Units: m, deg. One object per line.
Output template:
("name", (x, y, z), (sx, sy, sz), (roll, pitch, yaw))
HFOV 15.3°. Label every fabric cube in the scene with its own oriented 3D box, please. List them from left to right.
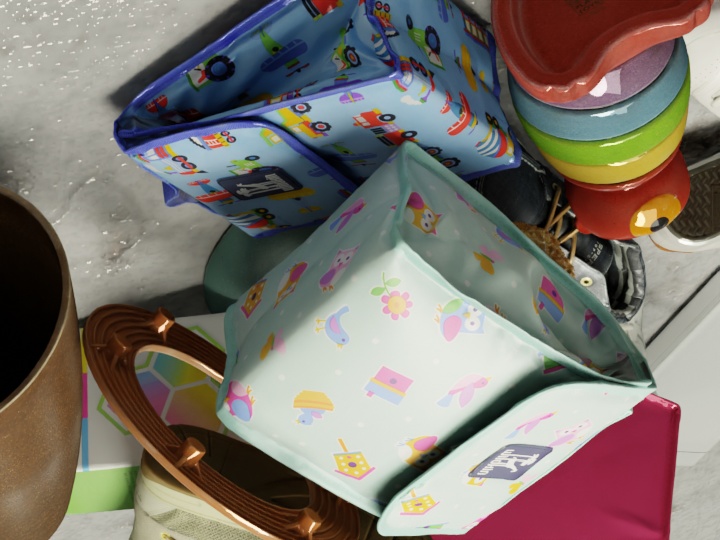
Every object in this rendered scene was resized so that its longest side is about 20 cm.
("fabric cube", (0.073, 0.178, 1.769), (0.196, 0.201, 0.199), (23, 146, -20))

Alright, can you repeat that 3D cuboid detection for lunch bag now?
("lunch bag", (-0.034, -0.087, 1.531), (0.199, 0.094, 0.150), (-23, 152, 23))
("lunch bag", (0.044, 0.057, 1.509), (0.200, 0.122, 0.170), (37, 120, -21))

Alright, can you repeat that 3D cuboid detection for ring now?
("ring", (-0.074, 0.086, 1.517), (0.019, 0.201, 0.200), (-48, 140, 16))

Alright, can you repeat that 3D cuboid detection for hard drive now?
("hard drive", (0.256, 0.075, 1.972), (0.131, 0.027, 0.200), (6, 137, -37))

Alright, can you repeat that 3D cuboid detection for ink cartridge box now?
("ink cartridge box", (-0.098, 0.086, 1.665), (0.199, 0.104, 0.059), (-5, 147, 2))

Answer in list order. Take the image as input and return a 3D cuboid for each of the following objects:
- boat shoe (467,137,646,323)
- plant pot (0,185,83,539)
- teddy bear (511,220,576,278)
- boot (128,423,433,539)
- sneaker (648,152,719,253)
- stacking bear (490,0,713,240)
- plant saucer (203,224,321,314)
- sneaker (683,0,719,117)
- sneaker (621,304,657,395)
("boat shoe", (0.117, -0.029, 1.665), (0.071, 0.091, 0.200), (-62, 151, -8))
("plant pot", (-0.232, 0.080, 1.527), (0.186, 0.187, 0.200), (-20, 142, -4))
("teddy bear", (0.029, 0.022, 1.605), (0.200, 0.067, 0.145), (-39, 124, 19))
("boot", (-0.054, 0.189, 1.620), (0.199, 0.072, 0.155), (24, 132, 2))
("sneaker", (0.276, -0.066, 1.761), (0.199, 0.073, 0.085), (-19, 173, -9))
("stacking bear", (0.146, -0.094, 1.563), (0.121, 0.114, 0.200), (-31, 140, -9))
("plant saucer", (0.000, 0.000, 1.705), (0.199, 0.036, 0.200), (-15, 147, -10))
("sneaker", (0.256, -0.111, 1.636), (0.199, 0.100, 0.075), (15, 136, -39))
("sneaker", (0.174, 0.061, 1.834), (0.078, 0.100, 0.200), (-23, 148, -8))
